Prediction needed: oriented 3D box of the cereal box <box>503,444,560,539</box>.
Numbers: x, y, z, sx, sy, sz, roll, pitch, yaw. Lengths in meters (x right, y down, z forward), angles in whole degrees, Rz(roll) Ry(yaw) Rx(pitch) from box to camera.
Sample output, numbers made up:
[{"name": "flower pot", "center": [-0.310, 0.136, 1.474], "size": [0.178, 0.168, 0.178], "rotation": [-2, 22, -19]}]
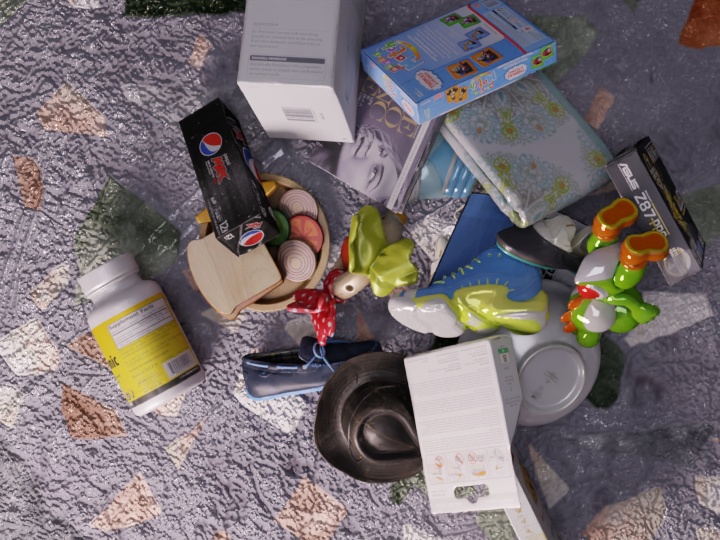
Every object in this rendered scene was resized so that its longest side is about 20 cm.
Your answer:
[{"name": "cereal box", "center": [0.210, 0.301, 1.596], "size": [0.039, 0.144, 0.202], "rotation": [-25, 92, 9]}]

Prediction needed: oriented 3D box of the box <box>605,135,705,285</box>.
[{"name": "box", "center": [0.364, -0.077, 1.510], "size": [0.049, 0.200, 0.163], "rotation": [-26, 91, 20]}]

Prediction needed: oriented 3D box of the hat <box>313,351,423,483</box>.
[{"name": "hat", "center": [0.040, 0.206, 1.609], "size": [0.197, 0.081, 0.204], "rotation": [-5, 107, -17]}]

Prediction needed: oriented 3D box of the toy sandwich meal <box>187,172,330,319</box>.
[{"name": "toy sandwich meal", "center": [-0.139, -0.033, 1.651], "size": [0.201, 0.070, 0.209], "rotation": [1, 95, 8]}]

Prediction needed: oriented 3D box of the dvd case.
[{"name": "dvd case", "center": [0.020, -0.176, 1.579], "size": [0.199, 0.016, 0.151], "rotation": [33, 102, 46]}]

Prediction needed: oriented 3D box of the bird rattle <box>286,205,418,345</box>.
[{"name": "bird rattle", "center": [0.000, 0.000, 1.595], "size": [0.112, 0.164, 0.200], "rotation": [36, 131, -6]}]

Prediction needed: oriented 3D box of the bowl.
[{"name": "bowl", "center": [0.226, 0.119, 1.564], "size": [0.197, 0.090, 0.205], "rotation": [-5, 111, -12]}]

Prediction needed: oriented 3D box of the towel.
[{"name": "towel", "center": [0.204, -0.159, 1.541], "size": [0.170, 0.048, 0.201], "rotation": [-27, 69, -26]}]

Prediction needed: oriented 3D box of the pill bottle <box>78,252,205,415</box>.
[{"name": "pill bottle", "center": [-0.299, 0.083, 1.664], "size": [0.110, 0.111, 0.202], "rotation": [-27, 90, 9]}]

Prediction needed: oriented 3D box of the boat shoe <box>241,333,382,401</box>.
[{"name": "boat shoe", "center": [-0.068, 0.122, 1.647], "size": [0.197, 0.084, 0.070], "rotation": [-16, 104, 7]}]

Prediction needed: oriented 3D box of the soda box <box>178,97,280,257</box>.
[{"name": "soda box", "center": [-0.171, -0.122, 1.604], "size": [0.070, 0.063, 0.202], "rotation": [-27, 59, 10]}]

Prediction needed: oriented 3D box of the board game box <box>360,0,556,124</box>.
[{"name": "board game box", "center": [0.120, -0.266, 1.528], "size": [0.198, 0.152, 0.037], "rotation": [-24, 133, -14]}]

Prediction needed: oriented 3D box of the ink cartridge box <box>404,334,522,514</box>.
[{"name": "ink cartridge box", "center": [0.136, 0.192, 1.528], "size": [0.160, 0.050, 0.204], "rotation": [-17, 84, 49]}]

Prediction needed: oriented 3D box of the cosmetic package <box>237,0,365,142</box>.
[{"name": "cosmetic package", "center": [-0.068, -0.288, 1.528], "size": [0.121, 0.200, 0.204], "rotation": [5, 78, 8]}]

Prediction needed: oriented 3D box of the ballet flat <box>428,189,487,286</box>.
[{"name": "ballet flat", "center": [0.135, -0.039, 1.616], "size": [0.063, 0.067, 0.201], "rotation": [39, 92, 4]}]

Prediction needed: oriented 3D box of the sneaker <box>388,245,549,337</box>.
[{"name": "sneaker", "center": [0.135, 0.023, 1.519], "size": [0.196, 0.076, 0.107], "rotation": [5, 62, 8]}]

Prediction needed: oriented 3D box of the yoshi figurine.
[{"name": "yoshi figurine", "center": [0.306, 0.010, 1.457], "size": [0.110, 0.113, 0.202], "rotation": [17, 139, 5]}]

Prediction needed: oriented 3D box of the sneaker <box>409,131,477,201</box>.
[{"name": "sneaker", "center": [0.113, -0.186, 1.606], "size": [0.128, 0.080, 0.204], "rotation": [4, 86, -7]}]

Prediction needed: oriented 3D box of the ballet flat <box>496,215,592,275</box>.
[{"name": "ballet flat", "center": [0.255, -0.031, 1.521], "size": [0.198, 0.073, 0.074], "rotation": [19, 99, -30]}]

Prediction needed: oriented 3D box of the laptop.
[{"name": "laptop", "center": [0.198, 0.014, 1.570], "size": [0.198, 0.116, 0.190], "rotation": [25, 109, 5]}]
